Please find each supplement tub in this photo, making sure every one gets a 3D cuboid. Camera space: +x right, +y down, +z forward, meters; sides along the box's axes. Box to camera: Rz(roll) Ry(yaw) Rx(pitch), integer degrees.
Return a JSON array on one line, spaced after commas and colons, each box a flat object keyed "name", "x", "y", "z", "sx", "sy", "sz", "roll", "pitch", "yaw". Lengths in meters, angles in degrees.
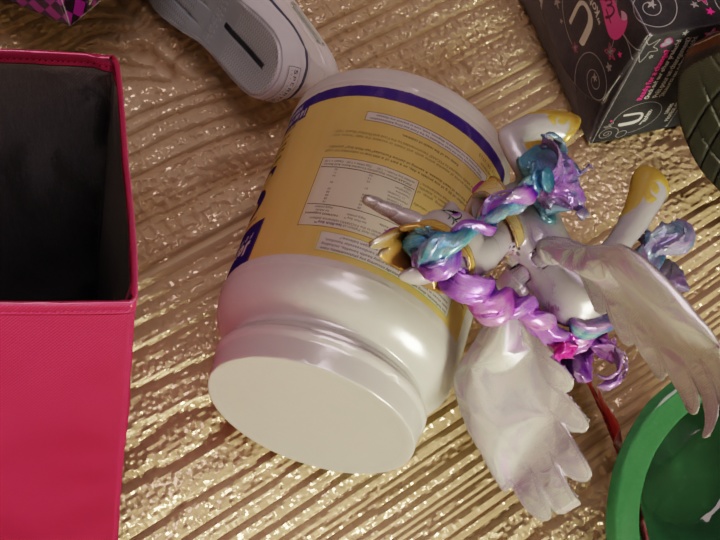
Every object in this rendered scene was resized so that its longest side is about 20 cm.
[{"name": "supplement tub", "x": 0.000, "y": 0.000, "z": 0.796, "sx": 0.143, "sy": 0.146, "sz": 0.202, "roll": 20, "pitch": 58, "yaw": 0}]

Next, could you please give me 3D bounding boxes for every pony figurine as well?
[{"name": "pony figurine", "x": 0.105, "y": 0.008, "z": 0.718, "sx": 0.194, "sy": 0.166, "sz": 0.199, "roll": 50, "pitch": 41, "yaw": 5}]

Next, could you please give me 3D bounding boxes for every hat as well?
[{"name": "hat", "x": 0.190, "y": 0.111, "z": 0.848, "sx": 0.163, "sy": 0.176, "sz": 0.204, "roll": -4, "pitch": 99, "yaw": -16}]

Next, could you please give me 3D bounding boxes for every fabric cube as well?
[{"name": "fabric cube", "x": -0.216, "y": 0.026, "z": 0.672, "sx": 0.197, "sy": 0.201, "sz": 0.198, "roll": 0, "pitch": 41, "yaw": -14}]

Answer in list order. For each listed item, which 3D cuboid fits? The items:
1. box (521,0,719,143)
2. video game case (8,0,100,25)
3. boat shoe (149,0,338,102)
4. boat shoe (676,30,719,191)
[{"name": "box", "x": 0.188, "y": -0.215, "z": 0.963, "sx": 0.113, "sy": 0.133, "sz": 0.202, "roll": -14, "pitch": 65, "yaw": -17}, {"name": "video game case", "x": -0.207, "y": -0.255, "z": 0.921, "sx": 0.198, "sy": 0.036, "sz": 0.182, "roll": 24, "pitch": 56, "yaw": 29}, {"name": "boat shoe", "x": -0.088, "y": -0.183, "z": 0.935, "sx": 0.066, "sy": 0.074, "sz": 0.201, "roll": 0, "pitch": 47, "yaw": -49}, {"name": "boat shoe", "x": 0.281, "y": -0.080, "z": 0.913, "sx": 0.201, "sy": 0.075, "sz": 0.074, "roll": 50, "pitch": 47, "yaw": -23}]
